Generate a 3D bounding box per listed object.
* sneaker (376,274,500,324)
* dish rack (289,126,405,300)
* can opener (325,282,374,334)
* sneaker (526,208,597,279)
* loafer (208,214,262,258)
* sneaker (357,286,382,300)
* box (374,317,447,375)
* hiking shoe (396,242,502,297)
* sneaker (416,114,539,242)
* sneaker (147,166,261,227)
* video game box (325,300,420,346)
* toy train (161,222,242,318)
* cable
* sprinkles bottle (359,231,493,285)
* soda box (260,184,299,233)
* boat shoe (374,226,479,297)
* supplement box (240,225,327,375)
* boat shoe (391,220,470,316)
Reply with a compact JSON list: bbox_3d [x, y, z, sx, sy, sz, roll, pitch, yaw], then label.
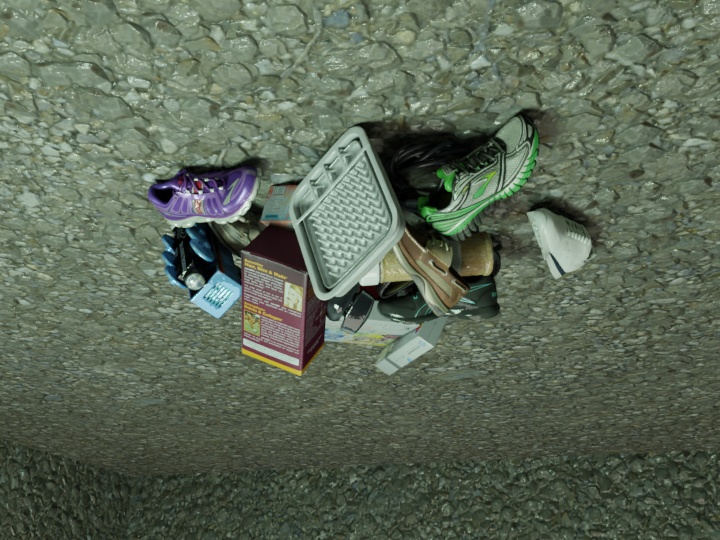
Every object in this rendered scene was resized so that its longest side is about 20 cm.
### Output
[{"bbox_3d":[0.125,0.040,1.306,0.199,0.080,0.075,-4,-164,2],"label":"sneaker"},{"bbox_3d":[-0.015,-0.073,1.065,0.043,0.200,0.172,19,129,-39],"label":"dish rack"},{"bbox_3d":[0.000,0.000,1.258,0.078,0.200,0.063,22,-165,-10],"label":"can opener"},{"bbox_3d":[0.325,-0.055,1.289,0.080,0.077,0.200,-20,154,18],"label":"sneaker"},{"bbox_3d":[-0.166,-0.043,1.278,0.063,0.072,0.200,-27,110,29],"label":"loafer"},{"bbox_3d":[-0.027,0.043,1.515,0.112,0.071,0.200,10,157,-25],"label":"sneaker"},{"bbox_3d":[0.111,0.105,1.541,0.041,0.156,0.200,33,149,-6],"label":"box"},{"bbox_3d":[0.158,0.016,1.382,0.200,0.076,0.101,-26,-176,23],"label":"hiking shoe"},{"bbox_3d":[0.156,-0.125,1.057,0.085,0.078,0.200,25,117,-33],"label":"sneaker"},{"bbox_3d":[-0.233,-0.114,1.180,0.199,0.081,0.083,-12,147,29],"label":"sneaker"},{"bbox_3d":[-0.014,0.095,1.489,0.199,0.047,0.182,8,159,-19],"label":"video game box"},{"bbox_3d":[-0.248,-0.015,1.265,0.087,0.200,0.114,-44,121,10],"label":"toy train"},{"bbox_3d":[0.101,-0.131,1.160,0.163,0.051,0.200,-12,156,38],"label":"cable"},{"bbox_3d":[0.094,-0.019,1.192,0.199,0.068,0.068,-5,156,-6],"label":"sprinkles bottle"},{"bbox_3d":[-0.049,-0.087,1.191,0.199,0.064,0.068,2,159,33],"label":"soda box"},{"bbox_3d":[0.104,-0.017,1.272,0.200,0.065,0.072,-26,152,22],"label":"boat shoe"},{"bbox_3d":[-0.114,0.046,1.220,0.110,0.086,0.200,18,128,16],"label":"supplement box"},{"bbox_3d":[0.091,-0.023,1.111,0.072,0.076,0.200,-31,129,7],"label":"boat shoe"}]
